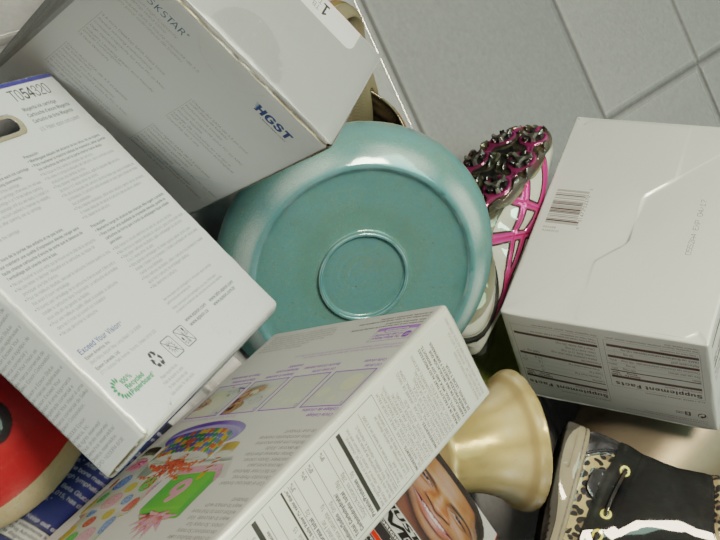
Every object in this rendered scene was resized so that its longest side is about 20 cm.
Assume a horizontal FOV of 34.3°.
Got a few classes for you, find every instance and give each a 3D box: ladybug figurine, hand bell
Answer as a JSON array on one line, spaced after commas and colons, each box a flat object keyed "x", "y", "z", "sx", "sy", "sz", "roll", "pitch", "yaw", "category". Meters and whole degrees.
[{"x": -0.203, "y": 0.048, "z": 0.621, "sx": 0.133, "sy": 0.073, "sz": 0.202, "roll": 7, "pitch": 46, "yaw": -9, "category": "ladybug figurine"}, {"x": 0.025, "y": 0.136, "z": 0.824, "sx": 0.197, "sy": 0.104, "sz": 0.106, "roll": -7, "pitch": 81, "yaw": -20, "category": "hand bell"}]

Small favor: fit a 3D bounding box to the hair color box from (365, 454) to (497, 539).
[{"x": 0.018, "y": 0.162, "z": 0.684, "sx": 0.102, "sy": 0.061, "sz": 0.200, "roll": 53, "pitch": 14, "yaw": 3, "category": "hair color box"}]

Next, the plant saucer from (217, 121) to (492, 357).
[{"x": 0.000, "y": 0.000, "z": 0.793, "sx": 0.197, "sy": 0.027, "sz": 0.203, "roll": -6, "pitch": 115, "yaw": -12, "category": "plant saucer"}]

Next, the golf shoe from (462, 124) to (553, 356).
[{"x": 0.103, "y": -0.028, "z": 0.915, "sx": 0.201, "sy": 0.072, "sz": 0.093, "roll": -59, "pitch": 134, "yaw": -28, "category": "golf shoe"}]

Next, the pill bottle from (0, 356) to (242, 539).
[{"x": -0.137, "y": 0.135, "z": 0.669, "sx": 0.112, "sy": 0.110, "sz": 0.200, "roll": 52, "pitch": 51, "yaw": -16, "category": "pill bottle"}]

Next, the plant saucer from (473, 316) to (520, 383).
[{"x": 0.059, "y": 0.017, "z": 0.923, "sx": 0.198, "sy": 0.031, "sz": 0.204, "roll": 13, "pitch": 69, "yaw": -37, "category": "plant saucer"}]

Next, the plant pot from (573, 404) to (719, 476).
[{"x": 0.252, "y": 0.151, "z": 0.962, "sx": 0.174, "sy": 0.199, "sz": 0.201, "roll": -47, "pitch": 109, "yaw": -21, "category": "plant pot"}]

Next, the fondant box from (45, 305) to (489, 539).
[{"x": -0.047, "y": 0.101, "z": 0.586, "sx": 0.200, "sy": 0.143, "sz": 0.059, "roll": -41, "pitch": 109, "yaw": -40, "category": "fondant box"}]

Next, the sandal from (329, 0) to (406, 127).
[{"x": 0.007, "y": -0.089, "z": 0.805, "sx": 0.081, "sy": 0.053, "sz": 0.202, "roll": -53, "pitch": 144, "yaw": -40, "category": "sandal"}]

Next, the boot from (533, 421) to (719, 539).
[{"x": 0.196, "y": 0.220, "z": 0.831, "sx": 0.148, "sy": 0.073, "sz": 0.203, "roll": 12, "pitch": 66, "yaw": 5, "category": "boot"}]

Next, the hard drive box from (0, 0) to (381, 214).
[{"x": -0.111, "y": -0.124, "z": 0.704, "sx": 0.156, "sy": 0.199, "sz": 0.077, "roll": 43, "pitch": 57, "yaw": -23, "category": "hard drive box"}]

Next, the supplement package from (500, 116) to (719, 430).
[{"x": 0.217, "y": -0.003, "z": 0.896, "sx": 0.202, "sy": 0.154, "sz": 0.112, "roll": -63, "pitch": 147, "yaw": -31, "category": "supplement package"}]

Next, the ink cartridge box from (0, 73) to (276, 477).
[{"x": -0.153, "y": -0.010, "z": 0.621, "sx": 0.200, "sy": 0.043, "sz": 0.196, "roll": 44, "pitch": 22, "yaw": 0, "category": "ink cartridge box"}]
